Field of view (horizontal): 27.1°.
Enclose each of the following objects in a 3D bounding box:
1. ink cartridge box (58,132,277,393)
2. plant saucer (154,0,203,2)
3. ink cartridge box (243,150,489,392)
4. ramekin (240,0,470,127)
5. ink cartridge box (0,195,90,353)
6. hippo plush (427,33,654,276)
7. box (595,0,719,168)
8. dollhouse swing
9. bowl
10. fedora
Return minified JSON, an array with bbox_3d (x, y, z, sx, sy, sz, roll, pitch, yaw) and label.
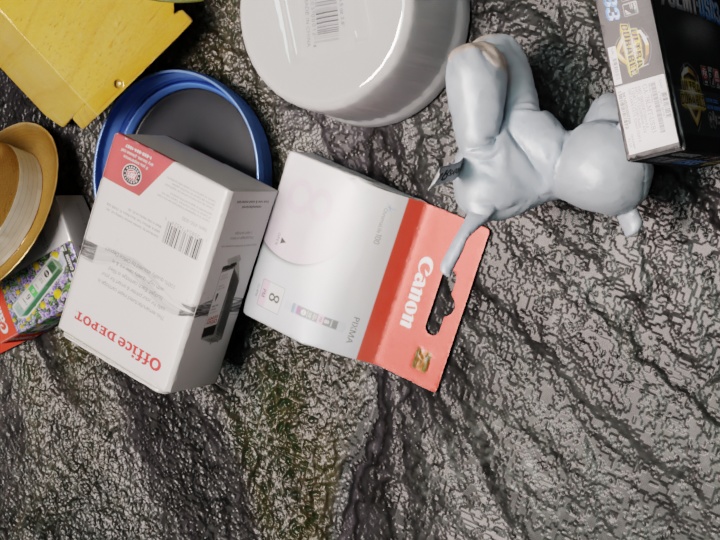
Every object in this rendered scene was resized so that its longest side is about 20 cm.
[{"bbox_3d":[-0.181,-0.008,1.395,0.146,0.083,0.202,27,106,26],"label":"ink cartridge box"},{"bbox_3d":[-0.098,-0.321,1.334,0.048,0.200,0.200,43,114,-9],"label":"plant saucer"},{"bbox_3d":[0.000,0.000,1.361,0.199,0.057,0.165,25,104,31],"label":"ink cartridge box"},{"bbox_3d":[-0.012,-0.230,1.326,0.198,0.097,0.204,2,93,29],"label":"ramekin"},{"bbox_3d":[-0.354,0.012,1.556,0.198,0.050,0.110,-27,80,27],"label":"ink cartridge box"},{"bbox_3d":[0.156,-0.109,1.198,0.159,0.200,0.161,0,114,21],"label":"hippo plush"},{"bbox_3d":[0.233,-0.181,1.133,0.049,0.199,0.202,-10,87,29],"label":"box"},{"bbox_3d":[-0.290,-0.260,1.462,0.182,0.176,0.200,-44,100,-2],"label":"dollhouse swing"},{"bbox_3d":[-0.171,-0.092,1.456,0.198,0.039,0.204,2,93,30],"label":"bowl"},{"bbox_3d":[-0.390,-0.074,1.512,0.199,0.082,0.203,-22,52,30],"label":"fedora"}]
